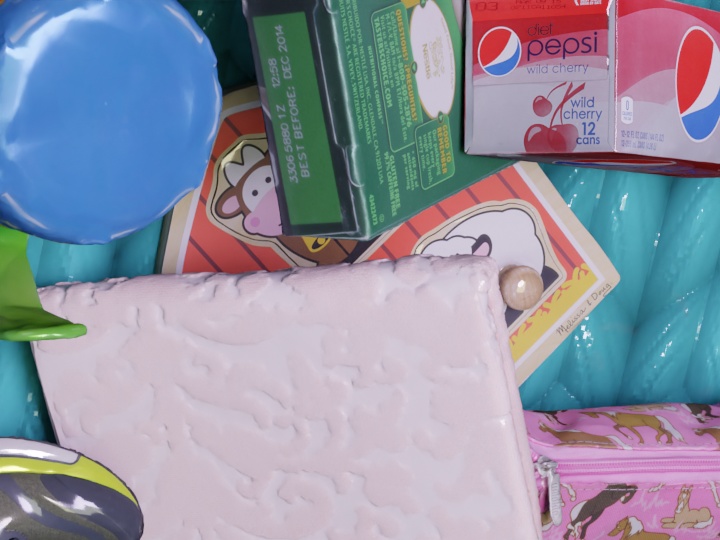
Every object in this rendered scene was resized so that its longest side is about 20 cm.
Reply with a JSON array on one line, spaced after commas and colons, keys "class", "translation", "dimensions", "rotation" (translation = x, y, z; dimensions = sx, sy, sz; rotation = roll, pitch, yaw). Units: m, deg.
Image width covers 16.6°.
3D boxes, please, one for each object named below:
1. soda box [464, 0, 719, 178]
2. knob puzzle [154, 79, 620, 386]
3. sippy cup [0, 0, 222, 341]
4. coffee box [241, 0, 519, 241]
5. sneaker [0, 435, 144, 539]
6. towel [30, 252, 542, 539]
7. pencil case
[{"class": "soda box", "translation": [0.120, -0.073, 1.005], "dimensions": [0.200, 0.070, 0.064], "rotation": [0, 90, -58]}, {"class": "knob puzzle", "translation": [0.000, 0.000, 1.054], "dimensions": [0.219, 0.030, 0.221], "rotation": [-6, 107, -21]}, {"class": "sippy cup", "translation": [-0.119, -0.071, 0.921], "dimensions": [0.140, 0.130, 0.178], "rotation": [-39, 120, -13]}, {"class": "coffee box", "translation": [0.029, -0.095, 0.969], "dimensions": [0.200, 0.044, 0.123], "rotation": [-30, 115, -52]}, {"class": "sneaker", "translation": [-0.181, 0.121, 0.973], "dimensions": [0.199, 0.081, 0.074], "rotation": [-8, 149, -16]}, {"class": "towel", "translation": [-0.024, 0.085, 1.006], "dimensions": [0.199, 0.032, 0.192], "rotation": [-5, 114, 20]}, {"class": "pencil case", "translation": [0.116, 0.093, 1.088], "dimensions": [0.199, 0.087, 0.083], "rotation": [2, 118, -32]}]
